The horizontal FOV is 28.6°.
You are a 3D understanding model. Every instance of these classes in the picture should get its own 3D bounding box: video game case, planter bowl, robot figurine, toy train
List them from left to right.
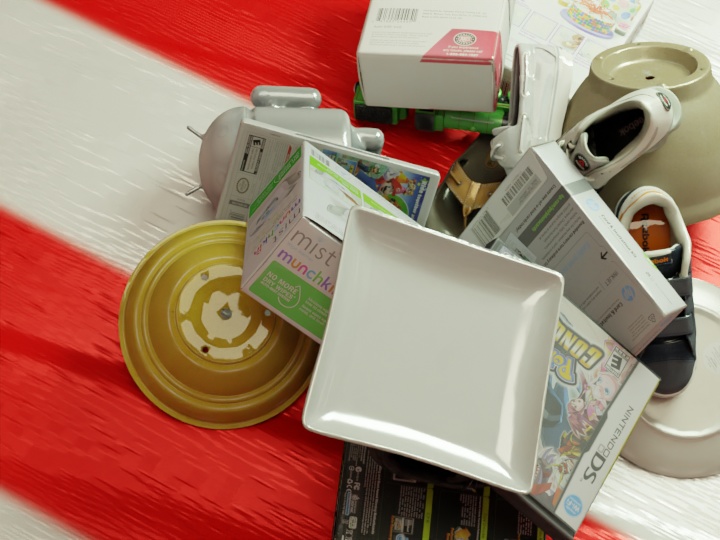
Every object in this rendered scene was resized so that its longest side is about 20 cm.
[{"bbox_3d":[-0.125,0.045,1.308,0.199,0.083,0.201,1,82,-7],"label":"planter bowl"},{"bbox_3d":[-0.076,-0.107,1.425,0.199,0.113,0.170,2,69,-5],"label":"robot figurine"},{"bbox_3d":[-0.038,-0.055,1.376,0.199,0.144,0.018,15,19,-8],"label":"video game case"},{"bbox_3d":[0.087,-0.174,1.506,0.199,0.042,0.057,8,54,10],"label":"toy train"},{"bbox_3d":[0.145,0.101,1.212,0.200,0.025,0.181,40,63,-8],"label":"video game case"},{"bbox_3d":[0.291,-0.149,1.430,0.199,0.135,0.201,-5,31,3],"label":"planter bowl"}]

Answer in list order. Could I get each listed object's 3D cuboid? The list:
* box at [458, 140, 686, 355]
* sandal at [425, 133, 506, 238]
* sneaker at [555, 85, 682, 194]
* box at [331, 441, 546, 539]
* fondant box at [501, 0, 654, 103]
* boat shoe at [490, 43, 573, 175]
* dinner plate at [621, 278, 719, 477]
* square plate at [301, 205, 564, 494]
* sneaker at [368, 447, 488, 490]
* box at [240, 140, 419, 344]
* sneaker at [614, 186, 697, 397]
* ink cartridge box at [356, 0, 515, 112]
[{"bbox_3d":[0.190,0.004,1.320,0.041,0.156,0.200,-18,65,-41],"label":"box"},{"bbox_3d":[0.126,-0.089,1.468,0.081,0.055,0.200,28,60,11],"label":"sandal"},{"bbox_3d":[0.207,-0.104,1.337,0.074,0.200,0.088,52,26,12],"label":"sneaker"},{"bbox_3d":[0.079,0.180,1.310,0.192,0.048,0.201,9,58,-3],"label":"box"},{"bbox_3d":[0.223,-0.264,1.583,0.144,0.058,0.200,29,62,12],"label":"fondant box"},{"bbox_3d":[0.166,-0.133,1.433,0.068,0.072,0.201,11,93,-8],"label":"boat shoe"},{"bbox_3d":[0.311,0.099,1.367,0.199,0.024,0.201,1,74,-4],"label":"dinner plate"},{"bbox_3d":[0.062,0.066,1.157,0.197,0.028,0.201,18,65,-12],"label":"square plate"},{"bbox_3d":[0.107,0.164,1.234,0.199,0.091,0.076,-1,96,-2],"label":"sneaker"},{"bbox_3d":[0.000,0.000,1.289,0.200,0.097,0.177,35,21,-18],"label":"box"},{"bbox_3d":[0.273,0.020,1.320,0.078,0.079,0.201,-9,86,3],"label":"sneaker"},{"bbox_3d":[0.086,-0.268,1.498,0.145,0.085,0.201,5,54,11],"label":"ink cartridge box"}]
